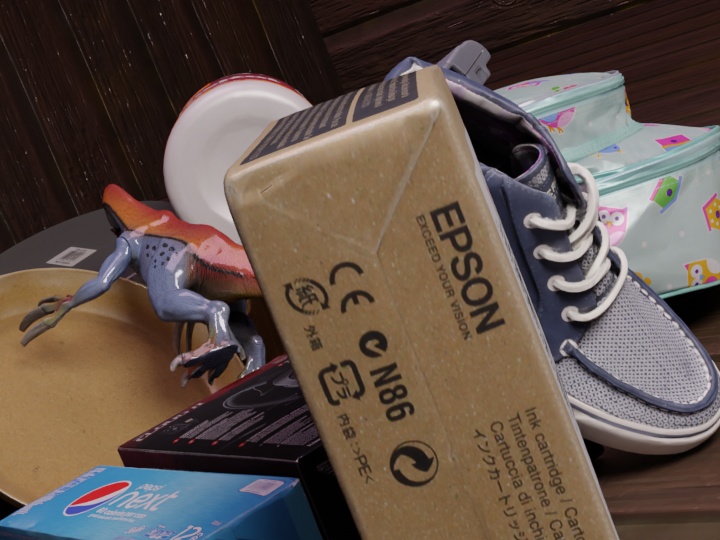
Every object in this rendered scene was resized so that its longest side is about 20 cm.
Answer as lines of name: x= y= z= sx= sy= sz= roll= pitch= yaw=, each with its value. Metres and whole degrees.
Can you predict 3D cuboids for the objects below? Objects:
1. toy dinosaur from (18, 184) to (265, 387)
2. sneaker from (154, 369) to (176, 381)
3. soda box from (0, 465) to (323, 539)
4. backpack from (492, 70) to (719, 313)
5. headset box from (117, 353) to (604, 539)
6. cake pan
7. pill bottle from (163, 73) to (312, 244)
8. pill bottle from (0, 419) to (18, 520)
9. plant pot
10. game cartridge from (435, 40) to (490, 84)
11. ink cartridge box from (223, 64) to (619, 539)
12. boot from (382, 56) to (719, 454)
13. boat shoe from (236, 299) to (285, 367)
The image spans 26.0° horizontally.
toy dinosaur: x=-0.094 y=-0.003 z=0.888 sx=0.200 sy=0.182 sz=0.105 roll=-42 pitch=-39 yaw=22
sneaker: x=-0.108 y=0.061 z=1.030 sx=0.200 sy=0.070 sz=0.108 roll=-51 pitch=21 yaw=-26
soda box: x=-0.088 y=0.131 z=0.684 sx=0.064 sy=0.068 sz=0.200 roll=-28 pitch=10 yaw=-31
backpack: x=0.107 y=-0.029 z=0.862 sx=0.199 sy=0.154 sz=0.176 roll=-9 pitch=3 yaw=-9
headset box: x=-0.010 y=0.085 z=0.738 sx=0.148 sy=0.078 sz=0.200 roll=-27 pitch=10 yaw=-32
cake pan: x=-0.193 y=0.008 z=1.070 sx=0.199 sy=0.037 sz=0.200 roll=-17 pitch=23 yaw=7
pill bottle: x=-0.077 y=-0.078 z=1.073 sx=0.112 sy=0.113 sz=0.200 roll=-23 pitch=10 yaw=-1
pill bottle: x=-0.257 y=0.127 z=0.971 sx=0.111 sy=0.112 sz=0.200 roll=-25 pitch=10 yaw=-13
plant pot: x=-0.155 y=0.077 z=0.900 sx=0.200 sy=0.200 sz=0.028 roll=-34 pitch=-23 yaw=-50
game cartridge: x=0.012 y=-0.074 z=1.112 sx=0.133 sy=0.040 sz=0.200 roll=-42 pitch=10 yaw=48
ink cartridge box: x=0.029 y=0.037 z=0.533 sx=0.075 sy=0.201 sz=0.165 roll=-21 pitch=10 yaw=7
boot: x=0.077 y=-0.002 z=0.640 sx=0.073 sy=0.199 sz=0.090 roll=-59 pitch=0 yaw=-35
boat shoe: x=-0.029 y=0.028 z=0.921 sx=0.069 sy=0.074 sz=0.200 roll=-24 pitch=-25 yaw=-23
